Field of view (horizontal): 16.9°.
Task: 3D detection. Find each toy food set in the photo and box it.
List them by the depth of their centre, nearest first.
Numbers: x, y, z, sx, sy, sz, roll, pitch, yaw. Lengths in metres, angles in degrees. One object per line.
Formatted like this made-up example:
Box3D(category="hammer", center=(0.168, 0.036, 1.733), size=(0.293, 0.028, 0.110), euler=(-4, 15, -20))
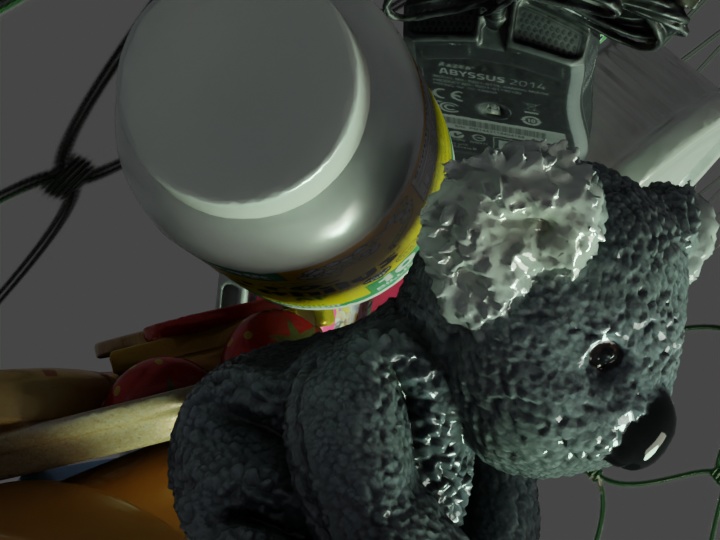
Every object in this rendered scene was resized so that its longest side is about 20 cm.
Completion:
Box3D(category="toy food set", center=(-0.096, 0.050, 1.037), size=(0.200, 0.049, 0.198), euler=(-14, 178, 7))

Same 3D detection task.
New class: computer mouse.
Box3D(category="computer mouse", center=(0.070, -0.100, 1.074), size=(0.200, 0.138, 0.053), euler=(95, 6, -68))

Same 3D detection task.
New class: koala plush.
Box3D(category="koala plush", center=(0.043, 0.041, 0.876), size=(0.177, 0.184, 0.200), euler=(9, 119, -56))

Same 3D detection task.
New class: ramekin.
Box3D(category="ramekin", center=(0.137, -0.063, 1.505), size=(0.202, 0.094, 0.202), euler=(-41, 169, -10))

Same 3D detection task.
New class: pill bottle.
Box3D(category="pill bottle", center=(-0.028, -0.050, 0.903), size=(0.113, 0.113, 0.200), euler=(-43, 170, 0))

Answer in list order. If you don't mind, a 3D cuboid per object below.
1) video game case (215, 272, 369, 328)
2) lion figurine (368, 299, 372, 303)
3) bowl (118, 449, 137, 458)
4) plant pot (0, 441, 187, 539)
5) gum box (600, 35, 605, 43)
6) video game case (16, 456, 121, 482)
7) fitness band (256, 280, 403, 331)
Box3D(category="video game case", center=(-0.034, 0.040, 1.194), size=(0.143, 0.018, 0.200), euler=(-23, 123, -62))
Box3D(category="lion figurine", center=(0.035, -0.030, 1.373), size=(0.123, 0.072, 0.200), euler=(-54, -174, -12))
Box3D(category="bowl", center=(-0.079, 0.118, 1.332), size=(0.201, 0.090, 0.201), euler=(3, 90, -81))
Box3D(category="plant pot", center=(-0.092, 0.160, 1.032), size=(0.200, 0.200, 0.183), euler=(-50, 174, 34))
Box3D(category="gum box", center=(0.124, -0.168, 1.178), size=(0.170, 0.045, 0.200), euler=(-41, 169, -11))
Box3D(category="video game case", center=(-0.175, 0.171, 1.161), size=(0.200, 0.018, 0.143), euler=(-54, 162, 14))
Box3D(category="fitness band", center=(0.000, 0.000, 1.171), size=(0.144, 0.037, 0.200), euler=(-23, 127, -60))
